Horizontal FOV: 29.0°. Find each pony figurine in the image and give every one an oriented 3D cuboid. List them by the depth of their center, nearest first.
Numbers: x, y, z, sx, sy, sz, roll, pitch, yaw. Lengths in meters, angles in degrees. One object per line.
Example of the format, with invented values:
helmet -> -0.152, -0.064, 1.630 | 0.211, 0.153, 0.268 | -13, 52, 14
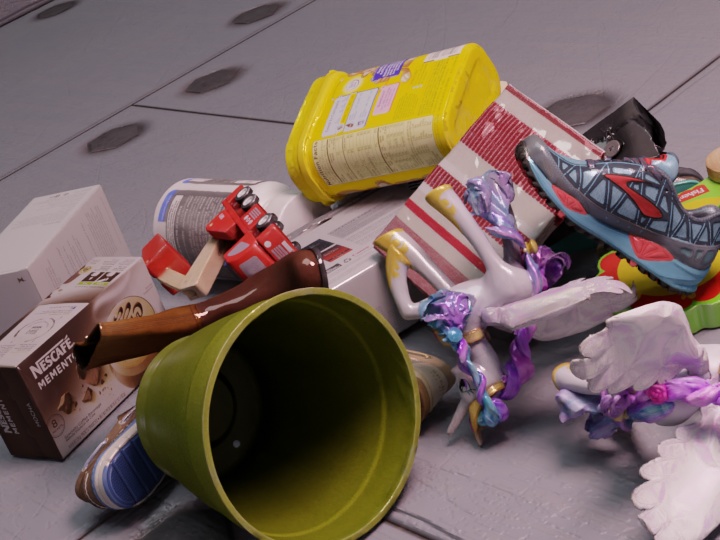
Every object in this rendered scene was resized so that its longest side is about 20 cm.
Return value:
pony figurine -> 0.229, 0.087, 1.004 | 0.192, 0.168, 0.200 | -24, 9, -23
pony figurine -> 0.120, 0.020, 1.153 | 0.192, 0.201, 0.166 | -30, -16, 13

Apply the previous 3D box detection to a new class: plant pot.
plant pot -> -0.088, 0.117, 1.138 | 0.200, 0.201, 0.192 | -36, 19, -31

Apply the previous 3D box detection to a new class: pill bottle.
pill bottle -> -0.128, -0.044, 1.548 | 0.199, 0.114, 0.114 | 6, 35, 43

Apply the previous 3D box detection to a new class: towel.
towel -> 0.116, -0.060, 1.265 | 0.200, 0.023, 0.144 | -49, 52, 3

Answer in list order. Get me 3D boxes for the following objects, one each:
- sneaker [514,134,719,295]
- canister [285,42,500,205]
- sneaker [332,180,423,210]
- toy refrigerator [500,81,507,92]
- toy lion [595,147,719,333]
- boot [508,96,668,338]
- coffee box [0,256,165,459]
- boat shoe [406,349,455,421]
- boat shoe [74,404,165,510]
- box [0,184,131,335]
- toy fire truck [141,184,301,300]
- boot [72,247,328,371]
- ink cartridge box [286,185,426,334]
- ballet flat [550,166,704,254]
sneaker -> 0.220, -0.068, 1.161 | 0.096, 0.199, 0.079 | -55, 15, 12
canister -> 0.035, -0.153, 1.442 | 0.199, 0.087, 0.149 | -8, 47, 36
sneaker -> 0.048, -0.098, 1.578 | 0.199, 0.076, 0.115 | -21, 24, -15
toy refrigerator -> 0.139, -0.110, 1.457 | 0.069, 0.076, 0.201 | -4, 42, -3
toy lion -> 0.301, -0.018, 1.259 | 0.199, 0.069, 0.192 | -22, 33, -1
boot -> 0.199, -0.045, 1.262 | 0.199, 0.066, 0.166 | -30, 50, 19
coffee box -> -0.287, 0.085, 1.407 | 0.079, 0.114, 0.200 | 0, 31, 36
boat shoe -> -0.007, 0.093, 1.248 | 0.199, 0.073, 0.065 | 5, 26, 38
boat shoe -> -0.187, 0.143, 1.270 | 0.072, 0.073, 0.200 | -12, 19, 41
box -> -0.354, 0.007, 1.597 | 0.097, 0.125, 0.200 | -9, 27, 21
toy fire truck -> -0.145, -0.016, 1.407 | 0.141, 0.049, 0.200 | -43, 28, 1
boot -> -0.143, 0.034, 1.243 | 0.199, 0.069, 0.188 | -5, -12, -31
ink cartridge box -> 0.000, 0.000, 1.403 | 0.199, 0.084, 0.175 | -30, 25, -21
ballet flat -> 0.242, -0.064, 1.376 | 0.199, 0.074, 0.073 | -14, 25, -2
